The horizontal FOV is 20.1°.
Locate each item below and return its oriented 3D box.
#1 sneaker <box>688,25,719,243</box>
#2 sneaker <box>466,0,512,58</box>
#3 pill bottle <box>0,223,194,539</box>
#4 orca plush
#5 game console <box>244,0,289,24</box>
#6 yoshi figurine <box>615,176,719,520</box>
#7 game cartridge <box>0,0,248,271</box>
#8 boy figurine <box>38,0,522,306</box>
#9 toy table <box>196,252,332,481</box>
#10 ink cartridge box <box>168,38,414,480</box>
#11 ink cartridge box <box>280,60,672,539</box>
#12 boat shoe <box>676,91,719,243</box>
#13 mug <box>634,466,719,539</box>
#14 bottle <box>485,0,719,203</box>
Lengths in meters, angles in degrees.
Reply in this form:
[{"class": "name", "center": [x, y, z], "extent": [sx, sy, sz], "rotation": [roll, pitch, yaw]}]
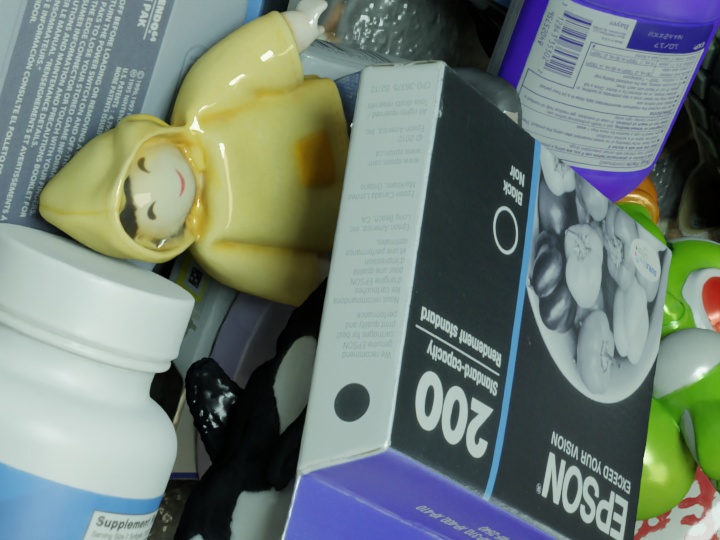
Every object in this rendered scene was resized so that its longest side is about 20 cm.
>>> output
[{"class": "sneaker", "center": [0.212, -0.058, 0.989], "extent": [0.079, 0.076, 0.201], "rotation": [-29, 138, -10]}, {"class": "sneaker", "center": [0.066, -0.130, 0.920], "extent": [0.199, 0.082, 0.071], "rotation": [33, 63, -29]}, {"class": "pill bottle", "center": [-0.135, 0.090, 0.767], "extent": [0.112, 0.112, 0.202], "rotation": [16, 96, -41]}, {"class": "orca plush", "center": [-0.034, 0.043, 0.775], "extent": [0.105, 0.071, 0.202], "rotation": [32, 80, -80]}, {"class": "game console", "center": [-0.102, -0.104, 0.835], "extent": [0.176, 0.031, 0.202], "rotation": [3, 110, -38]}, {"class": "yoshi figurine", "center": [0.130, 0.045, 0.980], "extent": [0.111, 0.201, 0.113], "rotation": [14, 121, -21]}, {"class": "game cartridge", "center": [-0.113, -0.077, 0.799], "extent": [0.132, 0.041, 0.202], "rotation": [9, 106, -39]}, {"class": "boy figurine", "center": [-0.031, -0.046, 0.810], "extent": [0.198, 0.064, 0.126], "rotation": [-6, 103, -32]}, {"class": "toy table", "center": [0.010, 0.095, 0.896], "extent": [0.183, 0.117, 0.201], "rotation": [-36, 137, -21]}, {"class": "ink cartridge box", "center": [0.000, 0.000, 0.943], "extent": [0.197, 0.047, 0.201], "rotation": [6, 113, -46]}, {"class": "ink cartridge box", "center": [0.051, 0.051, 0.776], "extent": [0.198, 0.043, 0.202], "rotation": [32, 63, -51]}, {"class": "boat shoe", "center": [0.200, -0.034, 1.082], "extent": [0.069, 0.071, 0.201], "rotation": [-20, 129, -4]}, {"class": "mug", "center": [0.168, 0.174, 1.114], "extent": [0.200, 0.133, 0.178], "rotation": [-41, 129, -9]}, {"class": "bottle", "center": [0.093, -0.070, 0.873], "extent": [0.083, 0.066, 0.201], "rotation": [9, 135, -8]}]
